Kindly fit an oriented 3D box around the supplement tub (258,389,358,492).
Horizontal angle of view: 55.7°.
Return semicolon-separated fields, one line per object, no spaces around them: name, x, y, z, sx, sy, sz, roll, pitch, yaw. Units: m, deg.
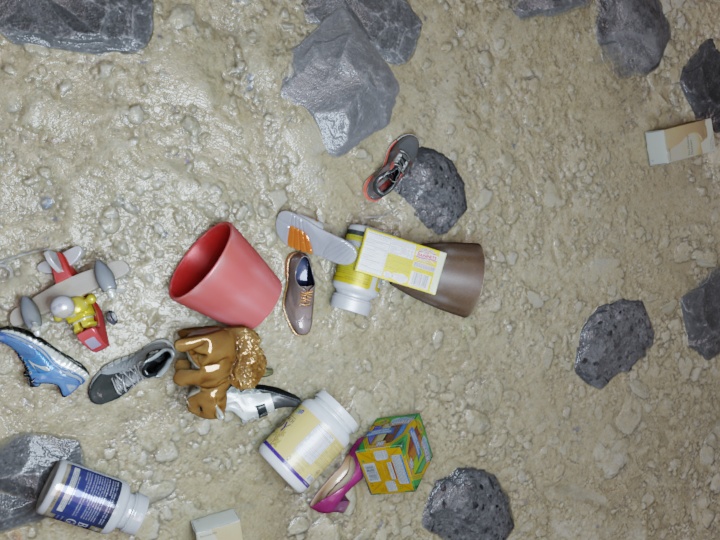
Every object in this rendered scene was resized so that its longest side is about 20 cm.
supplement tub;-0.117;0.388;1.565;0.200;0.145;0.145;-45;109;-15

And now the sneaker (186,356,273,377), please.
sneaker;-0.281;0.188;1.526;0.200;0.077;0.089;21;76;-25

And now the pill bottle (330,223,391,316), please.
pill bottle;0.000;0.000;1.611;0.114;0.114;0.200;18;86;-23

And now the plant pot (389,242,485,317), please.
plant pot;0.177;0.007;1.667;0.200;0.187;0.187;10;89;-10

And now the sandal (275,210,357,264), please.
sandal;-0.099;-0.075;1.578;0.206;0.059;0.079;27;115;5

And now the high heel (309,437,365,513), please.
high heel;-0.048;0.493;1.641;0.096;0.067;0.200;19;89;-34

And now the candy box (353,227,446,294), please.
candy box;0.091;-0.020;1.560;0.200;0.026;0.102;17;84;-12

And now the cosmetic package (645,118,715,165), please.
cosmetic package;0.951;-0.383;2.025;0.200;0.071;0.105;-18;100;-22

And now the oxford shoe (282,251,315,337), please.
oxford shoe;-0.139;0.058;1.575;0.071;0.073;0.200;-8;96;-23

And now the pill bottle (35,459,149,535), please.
pill bottle;-0.546;0.474;1.402;0.200;0.111;0.111;29;82;-22

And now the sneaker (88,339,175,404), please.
sneaker;-0.473;0.214;1.416;0.200;0.115;0.075;-36;106;-18

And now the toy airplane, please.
toy airplane;-0.574;0.049;1.347;0.199;0.141;0.200;20;98;-5

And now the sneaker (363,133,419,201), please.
sneaker;0.090;-0.247;1.652;0.077;0.082;0.200;38;78;-21

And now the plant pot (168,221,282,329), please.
plant pot;-0.279;0.026;1.461;0.177;0.200;0.201;42;77;-30

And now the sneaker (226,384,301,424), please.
sneaker;-0.238;0.306;1.551;0.200;0.074;0.089;10;89;-14

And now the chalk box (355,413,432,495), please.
chalk box;0.092;0.430;1.649;0.200;0.124;0.125;-42;115;-61

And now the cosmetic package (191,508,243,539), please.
cosmetic package;-0.311;0.654;1.528;0.105;0.071;0.200;-11;98;-22

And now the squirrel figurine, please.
squirrel figurine;-0.286;0.212;1.415;0.200;0.142;0.187;-7;96;-17

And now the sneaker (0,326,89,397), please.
sneaker;-0.648;0.185;1.359;0.200;0.079;0.089;41;75;-20
